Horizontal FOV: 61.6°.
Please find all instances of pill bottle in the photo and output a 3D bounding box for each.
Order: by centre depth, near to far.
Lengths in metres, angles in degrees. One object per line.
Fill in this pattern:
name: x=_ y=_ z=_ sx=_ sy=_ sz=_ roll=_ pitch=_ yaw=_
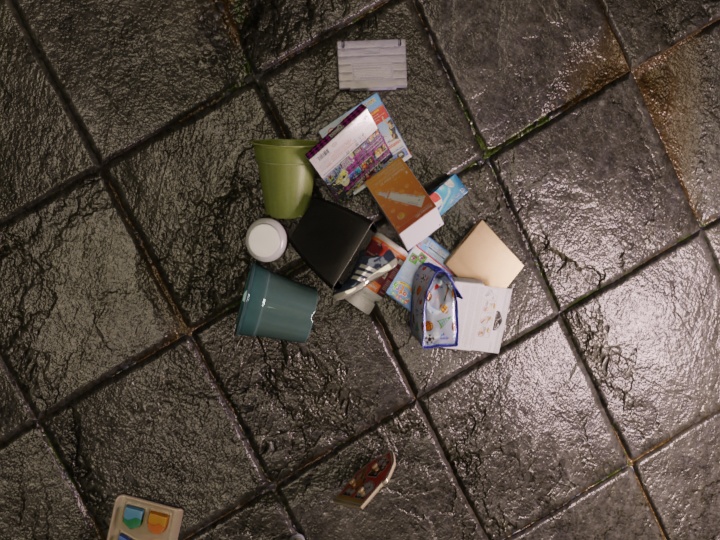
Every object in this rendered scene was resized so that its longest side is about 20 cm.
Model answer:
pill bottle: x=-0.246 y=-0.082 z=1.602 sx=0.108 sy=0.200 sz=0.117 roll=0 pitch=94 yaw=-4
pill bottle: x=0.037 y=0.009 z=1.672 sx=0.112 sy=0.114 sz=0.204 roll=31 pitch=91 yaw=-6

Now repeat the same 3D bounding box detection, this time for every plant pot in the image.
plant pot: x=-0.197 y=-0.245 z=1.617 sx=0.192 sy=0.201 sz=0.197 roll=1 pitch=107 yaw=-4
plant pot: x=-0.080 y=-0.082 z=1.629 sx=0.175 sy=0.199 sz=0.204 roll=32 pitch=91 yaw=6
plant pot: x=-0.224 y=0.100 z=1.631 sx=0.190 sy=0.200 sz=0.207 roll=16 pitch=93 yaw=-13

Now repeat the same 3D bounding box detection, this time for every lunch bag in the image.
lunch bag: x=0.200 y=0.088 z=1.626 sx=0.119 sy=0.170 sz=0.208 roll=-3 pitch=97 yaw=-8

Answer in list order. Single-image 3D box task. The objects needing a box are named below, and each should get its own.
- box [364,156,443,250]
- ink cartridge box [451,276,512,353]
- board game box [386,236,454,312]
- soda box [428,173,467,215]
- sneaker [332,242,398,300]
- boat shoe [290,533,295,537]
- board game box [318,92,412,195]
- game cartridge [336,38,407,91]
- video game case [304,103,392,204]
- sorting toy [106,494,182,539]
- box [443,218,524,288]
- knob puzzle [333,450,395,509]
box: x=0.116 y=-0.181 z=1.621 sx=0.123 sy=0.098 sz=0.203 roll=-34 pitch=60 yaw=3
ink cartridge box: x=0.326 y=0.128 z=1.714 sx=0.167 sy=0.044 sz=0.207 roll=6 pitch=109 yaw=-6
board game box: x=0.176 y=0.017 z=1.722 sx=0.149 sy=0.037 sz=0.203 roll=34 pitch=90 yaw=-7
soda box: x=0.204 y=-0.180 z=1.695 sx=0.199 sy=0.068 sz=0.065 roll=-42 pitch=96 yaw=0
sneaker: x=0.000 y=0.000 z=1.585 sx=0.197 sy=0.075 sz=0.086 roll=-32 pitch=87 yaw=-6
boat shoe: x=-0.190 y=0.870 z=1.744 sx=0.069 sy=0.062 sz=0.208 roll=0 pitch=95 yaw=-4
board game box: x=0.011 y=-0.347 z=1.675 sx=0.196 sy=0.056 sz=0.200 roll=-31 pitch=95 yaw=-1
game cartridge: x=0.031 y=-0.567 z=1.673 sx=0.192 sy=0.038 sz=0.135 roll=-3 pitch=98 yaw=-4
video game case: x=-0.026 y=-0.300 z=1.576 sx=0.199 sy=0.036 sz=0.182 roll=-42 pitch=138 yaw=-1
sorting toy: x=-0.619 y=0.751 z=1.717 sx=0.193 sy=0.036 sz=0.192 roll=14 pitch=93 yaw=-5
box: x=0.354 y=-0.017 z=1.719 sx=0.199 sy=0.021 sz=0.164 roll=42 pitch=89 yaw=-18
knob puzzle: x=0.022 y=0.570 z=1.681 sx=0.217 sy=0.220 sz=0.031 roll=-38 pitch=96 yaw=-1
